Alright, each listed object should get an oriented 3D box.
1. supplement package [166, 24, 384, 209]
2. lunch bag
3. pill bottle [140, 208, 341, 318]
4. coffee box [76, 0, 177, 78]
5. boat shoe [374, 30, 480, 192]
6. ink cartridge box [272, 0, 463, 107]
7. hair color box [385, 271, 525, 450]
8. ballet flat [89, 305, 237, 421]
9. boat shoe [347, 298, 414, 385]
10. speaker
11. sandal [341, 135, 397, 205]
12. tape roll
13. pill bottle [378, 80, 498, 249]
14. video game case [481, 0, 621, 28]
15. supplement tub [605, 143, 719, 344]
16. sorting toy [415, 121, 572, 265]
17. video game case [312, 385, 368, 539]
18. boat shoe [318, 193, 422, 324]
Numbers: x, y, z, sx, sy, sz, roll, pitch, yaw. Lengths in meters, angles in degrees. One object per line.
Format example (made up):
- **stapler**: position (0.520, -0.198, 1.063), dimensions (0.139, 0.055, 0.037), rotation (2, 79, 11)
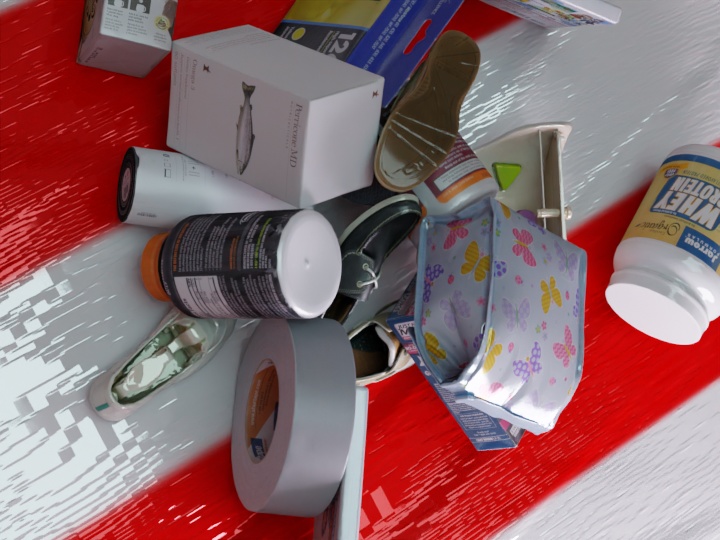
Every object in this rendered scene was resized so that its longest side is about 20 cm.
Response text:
- **supplement package**: position (-0.089, -0.160, 1.543), dimensions (0.117, 0.199, 0.118), rotation (-21, 127, -45)
- **lunch bag**: position (0.139, 0.052, 1.555), dimensions (0.169, 0.126, 0.202), rotation (23, 61, -41)
- **pill bottle**: position (-0.125, -0.005, 1.512), dimensions (0.106, 0.198, 0.108), rotation (1, 88, -54)
- **coffee box**: position (-0.234, -0.317, 1.579), dimensions (0.079, 0.113, 0.202), rotation (10, 79, -21)
- **boat shoe**: position (0.065, -0.155, 1.568), dimensions (0.071, 0.064, 0.201), rotation (34, 62, -9)
- **ink cartridge box**: position (0.001, -0.268, 1.630), dimensions (0.198, 0.199, 0.047), rotation (-55, 130, -20)
- **hair color box**: position (0.120, 0.091, 1.659), dimensions (0.201, 0.060, 0.100), rotation (54, 48, -24)
- **ballet flat**: position (-0.192, 0.083, 1.564), dimensions (0.200, 0.069, 0.070), rotation (-41, 98, -23)
- **boat shoe**: position (0.024, 0.084, 1.654), dimensions (0.199, 0.068, 0.075), rotation (-31, 95, -24)
- **speaker**: position (-0.150, -0.077, 1.597), dimensions (0.198, 0.081, 0.082), rotation (7, 80, -22)
- **sandal**: position (-0.030, -0.136, 1.617), dimensions (0.043, 0.199, 0.077), rotation (-10, 128, -53)
- **tape roll**: position (-0.070, 0.145, 1.533), dimensions (0.065, 0.200, 0.203), rotation (9, 79, -22)
- **pill bottle**: position (0.050, -0.133, 1.653), dimensions (0.114, 0.114, 0.201), rotation (-31, 77, -24)
- **video game case**: position (0.170, -0.319, 1.716), dimensions (0.198, 0.182, 0.022), rotation (19, 91, -20)
- **supplement tub**: position (0.385, -0.030, 1.784), dimensions (0.144, 0.144, 0.201), rotation (36, 70, -14)
- **sorting toy**: position (0.148, -0.059, 1.719), dimensions (0.178, 0.107, 0.202), rotation (0, 81, -10)
- **video game case**: position (-0.024, 0.226, 1.551), dimensions (0.023, 0.182, 0.202), rotation (6, 79, -9)
- **boat shoe**: position (0.000, 0.000, 1.597), dimensions (0.071, 0.200, 0.068), rotation (13, 38, -51)
